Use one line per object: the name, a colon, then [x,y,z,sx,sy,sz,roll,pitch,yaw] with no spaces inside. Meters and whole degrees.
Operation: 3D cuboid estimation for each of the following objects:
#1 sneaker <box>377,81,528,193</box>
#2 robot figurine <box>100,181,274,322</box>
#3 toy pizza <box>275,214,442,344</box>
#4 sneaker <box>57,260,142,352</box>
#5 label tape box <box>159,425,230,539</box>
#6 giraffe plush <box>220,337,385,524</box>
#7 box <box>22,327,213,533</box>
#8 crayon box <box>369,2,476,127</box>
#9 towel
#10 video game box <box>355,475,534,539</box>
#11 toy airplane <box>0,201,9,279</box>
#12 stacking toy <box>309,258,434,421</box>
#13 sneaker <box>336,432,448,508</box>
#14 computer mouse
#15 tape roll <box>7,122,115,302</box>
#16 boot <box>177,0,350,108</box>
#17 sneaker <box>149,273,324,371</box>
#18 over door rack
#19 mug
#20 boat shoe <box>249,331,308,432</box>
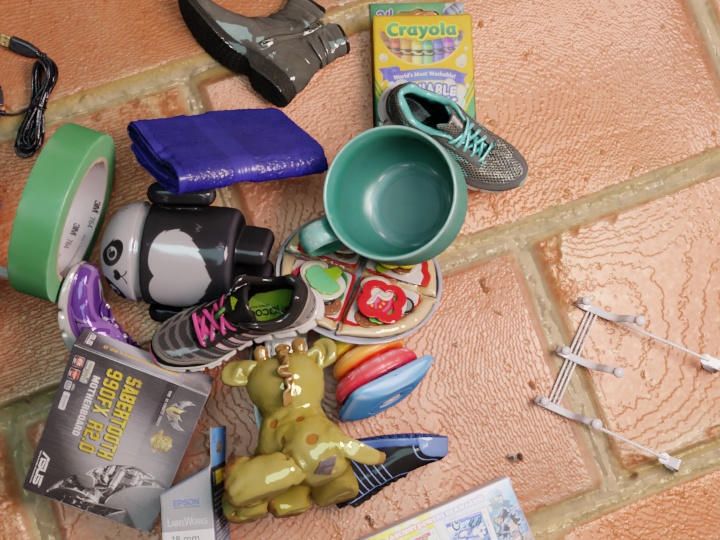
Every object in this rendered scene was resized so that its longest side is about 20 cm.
sneaker: [0.110,-0.156,1.268,0.199,0.091,0.078,29,86,-1]
robot figurine: [-0.203,-0.016,1.264,0.199,0.125,0.151,6,77,2]
toy pizza: [0.000,0.000,1.275,0.199,0.032,0.201,4,51,-5]
sneaker: [-0.290,0.083,1.258,0.083,0.081,0.201,-10,104,15]
label tape box: [-0.185,0.280,1.223,0.063,0.144,0.201,-4,83,-2]
giraffe plush: [-0.080,0.166,1.183,0.172,0.200,0.163,-2,60,-29]
box: [-0.275,0.184,1.226,0.158,0.048,0.201,23,110,-7]
crayon box: [0.077,-0.246,1.347,0.125,0.052,0.201,-2,83,-3]
towel: [-0.154,-0.136,1.257,0.199,0.050,0.148,-12,39,-32]
video game box: [0.118,0.366,1.278,0.199,0.047,0.183,-22,87,-6]
toy airplane: [-0.466,-0.003,1.244,0.200,0.141,0.199,-39,56,10]
stacking toy: [-0.012,0.070,1.288,0.116,0.110,0.200,-25,73,-21]
sneaker: [0.009,0.238,1.280,0.199,0.070,0.078,-7,86,3]
computer mouse: [-0.472,-0.231,1.317,0.199,0.046,0.141,17,84,-1]
tape roll: [-0.336,-0.065,1.227,0.048,0.200,0.201,19,82,-1]
boot: [-0.119,-0.303,1.347,0.200,0.068,0.131,41,69,5]
sneaker: [-0.139,0.049,1.182,0.199,0.088,0.074,-16,64,-3]
over door rack: [0.330,0.135,1.307,0.199,0.067,0.148,25,83,0]
mug: [0.031,-0.082,1.238,0.184,0.114,0.153,6,88,17]
boat shoe: [-0.095,0.116,1.290,0.075,0.060,0.201,7,80,-15]
